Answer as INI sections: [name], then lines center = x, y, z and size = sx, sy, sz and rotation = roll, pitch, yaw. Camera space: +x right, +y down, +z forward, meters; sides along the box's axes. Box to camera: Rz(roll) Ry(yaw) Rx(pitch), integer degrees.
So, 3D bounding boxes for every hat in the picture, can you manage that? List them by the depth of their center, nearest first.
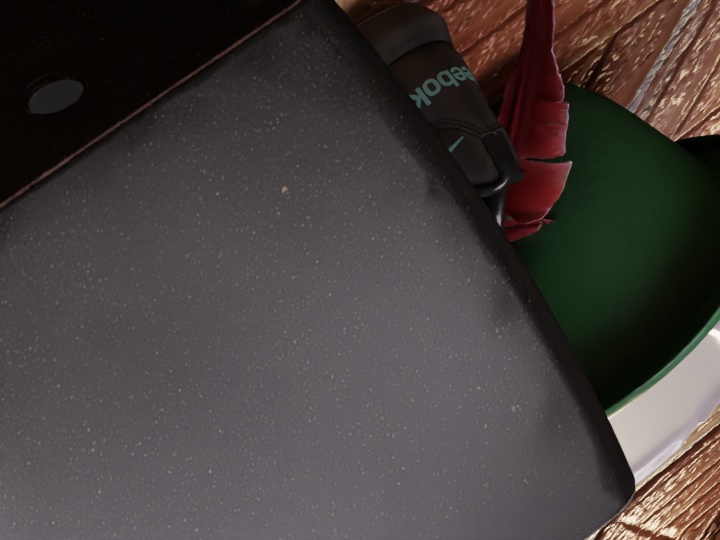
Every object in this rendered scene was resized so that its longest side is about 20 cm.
[hat]
center = 0.046, -0.048, 1.117
size = 0.200, 0.176, 0.166
rotation = -32, -154, 28

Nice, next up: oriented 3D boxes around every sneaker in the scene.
[sneaker]
center = 0.000, 0.000, 1.053
size = 0.075, 0.079, 0.200
rotation = -28, 154, -36

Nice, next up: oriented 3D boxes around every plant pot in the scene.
[plant pot]
center = -0.078, 0.009, 0.777
size = 0.200, 0.199, 0.178
rotation = -36, 131, -21

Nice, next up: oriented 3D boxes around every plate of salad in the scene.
[plate of salad]
center = 0.106, 0.059, 1.381
size = 0.200, 0.048, 0.200
rotation = -27, 151, -16

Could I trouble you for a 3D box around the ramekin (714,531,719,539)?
[ramekin]
center = 0.298, 0.214, 1.800
size = 0.200, 0.200, 0.098
rotation = -39, 150, -14
